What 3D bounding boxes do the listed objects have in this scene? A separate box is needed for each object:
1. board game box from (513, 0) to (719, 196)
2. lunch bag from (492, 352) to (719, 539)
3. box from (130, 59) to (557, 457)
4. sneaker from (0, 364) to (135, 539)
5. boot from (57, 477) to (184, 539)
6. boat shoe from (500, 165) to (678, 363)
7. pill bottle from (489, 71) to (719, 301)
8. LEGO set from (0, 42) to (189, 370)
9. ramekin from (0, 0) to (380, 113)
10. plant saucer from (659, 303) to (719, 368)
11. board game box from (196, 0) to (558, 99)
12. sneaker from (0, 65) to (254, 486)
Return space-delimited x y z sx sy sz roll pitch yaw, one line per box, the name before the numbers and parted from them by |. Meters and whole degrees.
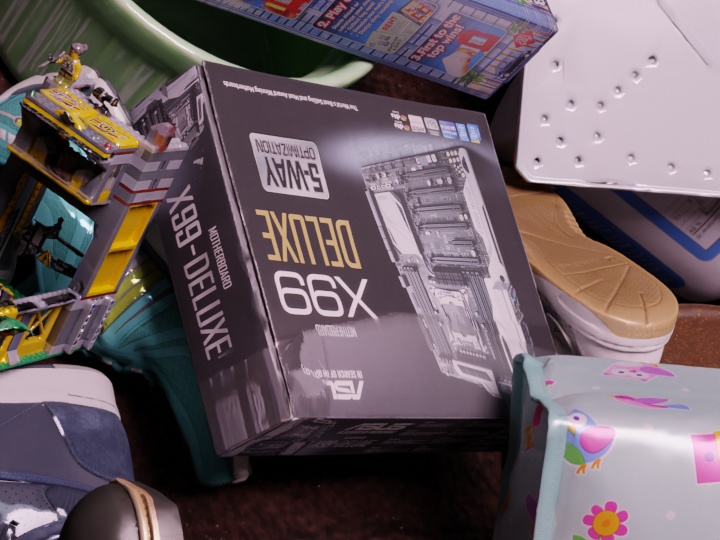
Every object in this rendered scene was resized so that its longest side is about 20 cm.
board game box | 0.182 -0.139 1.081 0.199 0.026 0.201 4 94 -10
lunch bag | 0.138 0.147 0.909 0.170 0.201 0.122 4 14 -5
box | 0.000 0.000 0.935 0.200 0.050 0.158 6 63 -50
sneaker | -0.156 0.109 0.795 0.202 0.077 0.147 1 56 -40
boot | -0.144 0.160 0.708 0.138 0.077 0.201 15 87 -25
boat shoe | 0.080 0.006 1.055 0.071 0.070 0.200 -5 30 -27
pill bottle | 0.179 -0.053 1.169 0.200 0.112 0.112 37 42 -12
LEGO set | -0.166 -0.049 0.827 0.200 0.116 0.154 37 19 26
ramekin | -0.089 -0.143 1.029 0.199 0.098 0.201 22 47 -26
plant saucer | 0.173 0.073 1.045 0.199 0.037 0.201 2 37 -1
board game box | -0.029 -0.185 0.990 0.199 0.062 0.201 2 58 -40
sneaker | -0.108 0.010 0.930 0.079 0.078 0.200 -28 84 -14
